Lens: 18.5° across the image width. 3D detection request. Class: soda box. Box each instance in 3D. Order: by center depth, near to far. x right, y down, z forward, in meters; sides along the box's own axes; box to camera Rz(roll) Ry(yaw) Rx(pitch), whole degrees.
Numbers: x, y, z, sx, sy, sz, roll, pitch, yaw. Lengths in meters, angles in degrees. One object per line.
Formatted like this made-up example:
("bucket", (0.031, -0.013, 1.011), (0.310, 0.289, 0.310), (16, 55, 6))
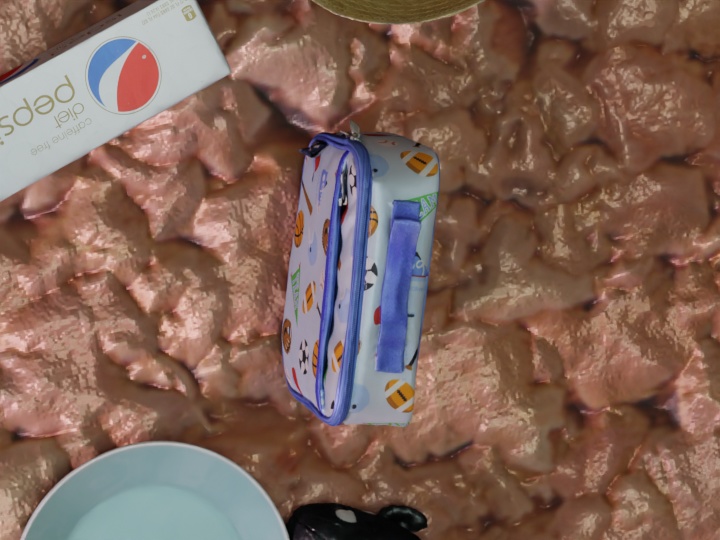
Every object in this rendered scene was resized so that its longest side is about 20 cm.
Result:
("soda box", (-0.189, -0.115, 1.466), (0.199, 0.064, 0.068), (-30, 105, -7))

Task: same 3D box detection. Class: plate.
("plate", (-0.145, 0.215, 1.547), (0.199, 0.026, 0.202), (-2, 100, -14))

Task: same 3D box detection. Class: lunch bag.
("lunch bag", (0.000, 0.000, 1.480), (0.075, 0.160, 0.202), (2, 99, -14))

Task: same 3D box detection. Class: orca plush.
("orca plush", (0.032, 0.241, 1.570), (0.105, 0.071, 0.200), (-38, 105, -6))

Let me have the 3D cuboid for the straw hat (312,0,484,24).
("straw hat", (0.048, -0.216, 1.494), (0.200, 0.201, 0.085), (-32, 147, -7))
